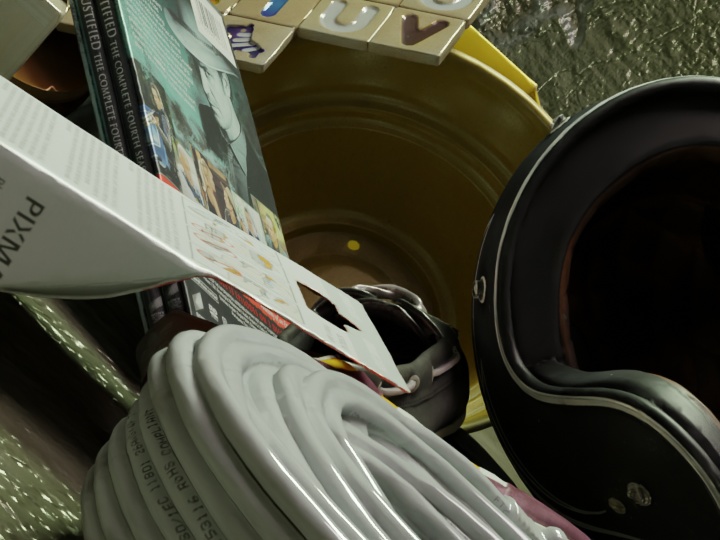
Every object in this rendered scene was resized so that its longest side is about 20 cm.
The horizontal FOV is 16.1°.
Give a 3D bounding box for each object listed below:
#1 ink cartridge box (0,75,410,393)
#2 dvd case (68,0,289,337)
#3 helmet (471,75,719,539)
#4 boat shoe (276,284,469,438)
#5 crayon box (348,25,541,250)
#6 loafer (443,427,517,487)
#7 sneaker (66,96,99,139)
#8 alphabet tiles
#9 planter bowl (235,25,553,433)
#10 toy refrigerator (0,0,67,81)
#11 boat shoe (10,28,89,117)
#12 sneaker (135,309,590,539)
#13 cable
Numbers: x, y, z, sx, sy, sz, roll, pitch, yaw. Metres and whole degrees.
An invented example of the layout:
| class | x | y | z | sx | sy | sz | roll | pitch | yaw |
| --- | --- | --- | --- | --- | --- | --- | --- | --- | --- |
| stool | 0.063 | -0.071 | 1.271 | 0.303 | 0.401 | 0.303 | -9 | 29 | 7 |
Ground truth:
| class | x | y | z | sx | sy | sz | roll | pitch | yaw |
| --- | --- | --- | --- | --- | --- | --- | --- | --- | --- |
| ink cartridge box | -0.088 | -0.013 | 0.774 | 0.200 | 0.057 | 0.163 | 36 | 4 | -9 |
| dvd case | -0.065 | -0.041 | 0.971 | 0.146 | 0.022 | 0.201 | 45 | 29 | -63 |
| helmet | 0.137 | 0.030 | 0.966 | 0.200 | 0.200 | 0.191 | 38 | -1 | -44 |
| boat shoe | 0.005 | 0.033 | 0.924 | 0.066 | 0.057 | 0.200 | 9 | 16 | 8 |
| crayon box | -0.040 | -0.087 | 1.252 | 0.200 | 0.173 | 0.058 | 44 | -5 | 14 |
| loafer | 0.048 | 0.114 | 0.907 | 0.063 | 0.072 | 0.200 | 11 | 19 | -43 |
| sneaker | -0.063 | -0.096 | 1.200 | 0.077 | 0.200 | 0.082 | 10 | -36 | 54 |
| alphabet tiles | -0.039 | -0.136 | 1.137 | 0.199 | 0.008 | 0.167 | 13 | 38 | 19 |
| planter bowl | 0.000 | 0.000 | 1.093 | 0.200 | 0.200 | 0.084 | 43 | -31 | 11 |
| toy refrigerator | -0.162 | -0.102 | 0.984 | 0.070 | 0.076 | 0.200 | 41 | 5 | -12 |
| boat shoe | -0.155 | -0.116 | 1.184 | 0.070 | 0.070 | 0.200 | 25 | 30 | -17 |
| sneaker | 0.011 | 0.074 | 0.803 | 0.200 | 0.075 | 0.090 | 40 | 10 | -42 |
| cable | 0.014 | 0.097 | 0.630 | 0.200 | 0.069 | 0.200 | 41 | 7 | -23 |
